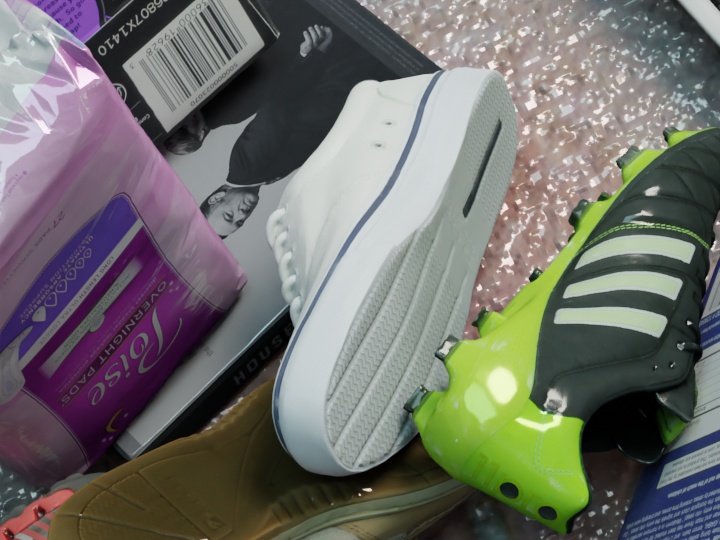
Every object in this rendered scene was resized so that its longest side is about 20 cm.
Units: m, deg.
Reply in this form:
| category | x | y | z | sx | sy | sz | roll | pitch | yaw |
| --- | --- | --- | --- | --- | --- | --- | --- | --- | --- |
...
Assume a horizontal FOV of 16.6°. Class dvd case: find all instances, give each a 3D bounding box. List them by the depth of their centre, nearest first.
| category | x | y | z | sx | sy | sz | roll | pitch | yaw |
| --- | --- | --- | --- | --- | --- | --- | --- | --- | --- |
| dvd case | -0.064 | -0.034 | 0.997 | 0.200 | 0.025 | 0.150 | -44 | 61 | -9 |

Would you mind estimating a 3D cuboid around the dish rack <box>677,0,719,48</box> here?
| category | x | y | z | sx | sy | sz | roll | pitch | yaw |
| --- | --- | --- | --- | --- | --- | --- | --- | --- | --- |
| dish rack | 0.202 | -0.136 | 0.970 | 0.171 | 0.044 | 0.200 | -34 | 60 | -5 |

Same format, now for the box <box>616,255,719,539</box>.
| category | x | y | z | sx | sy | sz | roll | pitch | yaw |
| --- | --- | --- | --- | --- | --- | --- | --- | --- | --- |
| box | 0.129 | 0.069 | 0.841 | 0.032 | 0.121 | 0.201 | 28 | 69 | -10 |

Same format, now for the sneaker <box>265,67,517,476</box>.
| category | x | y | z | sx | sy | sz | roll | pitch | yaw |
| --- | --- | --- | --- | --- | --- | --- | --- | --- | --- |
| sneaker | 0.000 | 0.000 | 0.897 | 0.070 | 0.073 | 0.200 | -2 | 36 | 25 |

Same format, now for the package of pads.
| category | x | y | z | sx | sy | sz | roll | pitch | yaw |
| --- | --- | --- | --- | --- | --- | --- | --- | --- | --- |
| package of pads | -0.120 | -0.005 | 0.869 | 0.076 | 0.200 | 0.121 | 39 | 81 | 22 |

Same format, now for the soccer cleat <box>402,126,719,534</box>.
| category | x | y | z | sx | sy | sz | roll | pitch | yaw |
| --- | --- | --- | --- | --- | --- | --- | --- | --- | --- |
| soccer cleat | 0.094 | 0.020 | 0.885 | 0.081 | 0.068 | 0.200 | 38 | 49 | 9 |

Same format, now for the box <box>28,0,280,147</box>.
| category | x | y | z | sx | sy | sz | roll | pitch | yaw |
| --- | --- | --- | --- | --- | --- | --- | --- | --- | --- |
| box | -0.146 | -0.132 | 1.005 | 0.122 | 0.106 | 0.200 | -41 | 49 | -9 |

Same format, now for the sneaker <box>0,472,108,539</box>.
| category | x | y | z | sx | sy | sz | roll | pitch | yaw |
| --- | --- | --- | --- | --- | --- | --- | --- | --- | --- |
| sneaker | -0.128 | 0.161 | 0.872 | 0.201 | 0.071 | 0.098 | -49 | 34 | -11 |

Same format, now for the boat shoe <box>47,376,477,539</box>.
| category | x | y | z | sx | sy | sz | roll | pitch | yaw |
| --- | --- | --- | --- | --- | --- | --- | --- | --- | --- |
| boat shoe | -0.027 | 0.087 | 0.881 | 0.199 | 0.067 | 0.074 | -19 | 49 | -32 |
